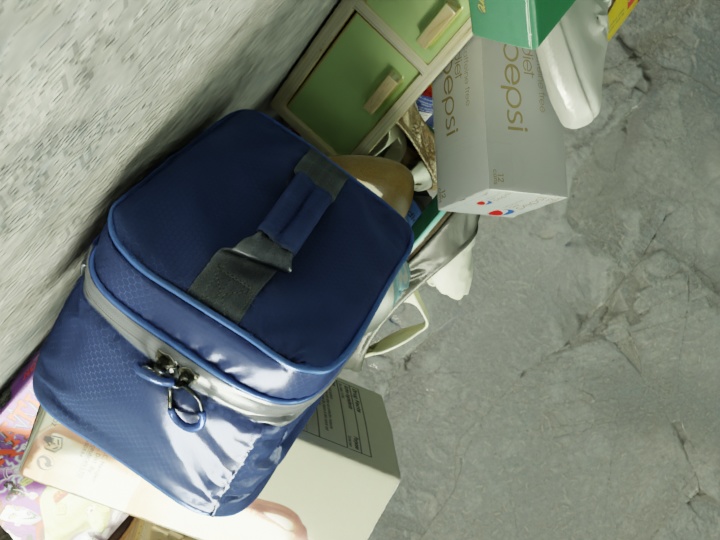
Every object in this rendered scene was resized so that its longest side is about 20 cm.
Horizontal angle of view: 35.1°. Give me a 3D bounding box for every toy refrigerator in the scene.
[{"bbox_3d":[0.021,-0.148,0.721,0.070,0.076,0.200,-50,-176,-38],"label":"toy refrigerator"}]

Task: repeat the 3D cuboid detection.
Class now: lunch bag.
[{"bbox_3d":[-0.064,0.012,0.574,0.133,0.135,0.200,-57,-179,31],"label":"lunch bag"}]

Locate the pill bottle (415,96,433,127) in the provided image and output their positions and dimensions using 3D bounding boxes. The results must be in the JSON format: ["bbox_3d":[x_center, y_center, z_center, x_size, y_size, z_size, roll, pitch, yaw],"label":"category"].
[{"bbox_3d":[0.063,-0.201,1.098,0.111,0.111,0.200,-49,-177,-23],"label":"pill bottle"}]

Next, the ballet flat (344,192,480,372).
[{"bbox_3d":[0.040,0.005,0.875,0.200,0.068,0.068,-44,-167,24],"label":"ballet flat"}]

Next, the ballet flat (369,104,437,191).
[{"bbox_3d":[0.024,-0.108,0.916,0.070,0.200,0.066,24,-106,41],"label":"ballet flat"}]

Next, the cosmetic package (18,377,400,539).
[{"bbox_3d":[-0.086,0.095,0.669,0.088,0.198,0.104,-62,-166,17],"label":"cosmetic package"}]

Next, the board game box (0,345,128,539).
[{"bbox_3d":[-0.189,0.119,0.740,0.200,0.120,0.032,-48,-153,8],"label":"board game box"}]

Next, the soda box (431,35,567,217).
[{"bbox_3d":[0.090,-0.142,0.769,0.063,0.067,0.204,-19,-110,59],"label":"soda box"}]

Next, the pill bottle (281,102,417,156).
[{"bbox_3d":[-0.022,-0.097,0.993,0.110,0.109,0.200,-45,-176,38],"label":"pill bottle"}]

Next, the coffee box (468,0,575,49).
[{"bbox_3d":[0.118,-0.227,0.609,0.201,0.044,0.124,-52,146,-29],"label":"coffee box"}]

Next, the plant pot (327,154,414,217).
[{"bbox_3d":[-0.052,-0.024,0.819,0.197,0.028,0.200,-15,164,-5],"label":"plant pot"}]

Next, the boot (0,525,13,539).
[{"bbox_3d":[-0.260,0.222,0.643,0.200,0.131,0.070,-49,-175,-19],"label":"boot"}]

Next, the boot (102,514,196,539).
[{"bbox_3d":[-0.178,0.188,0.827,0.165,0.072,0.202,-7,-132,45],"label":"boot"}]

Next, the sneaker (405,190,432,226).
[{"bbox_3d":[-0.026,-0.061,1.108,0.197,0.078,0.111,5,-149,27],"label":"sneaker"}]

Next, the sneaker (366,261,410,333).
[{"bbox_3d":[0.000,0.000,0.757,0.081,0.075,0.200,-18,-175,-16],"label":"sneaker"}]

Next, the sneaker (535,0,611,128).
[{"bbox_3d":[0.143,-0.193,0.712,0.087,0.204,0.075,-8,173,6],"label":"sneaker"}]

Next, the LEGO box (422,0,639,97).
[{"bbox_3d":[0.125,-0.219,0.915,0.200,0.147,0.078,-50,145,-32],"label":"LEGO box"}]
